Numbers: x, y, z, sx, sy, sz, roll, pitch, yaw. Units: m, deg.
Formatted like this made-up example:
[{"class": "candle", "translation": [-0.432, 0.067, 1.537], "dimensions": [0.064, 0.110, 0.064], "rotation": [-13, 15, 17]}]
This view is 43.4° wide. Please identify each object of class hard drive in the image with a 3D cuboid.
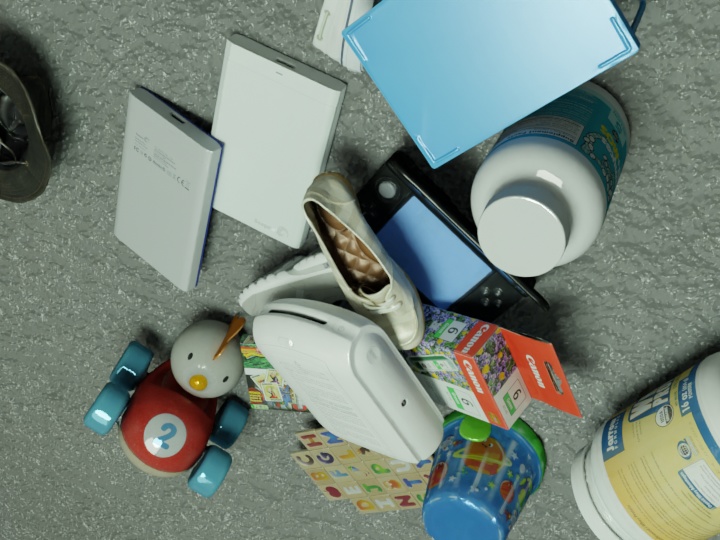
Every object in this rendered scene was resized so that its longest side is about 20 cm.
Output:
[{"class": "hard drive", "translation": [-0.098, -0.133, 0.966], "dimensions": [0.131, 0.026, 0.202], "rotation": [26, 128, 10]}, {"class": "hard drive", "translation": [-0.225, -0.090, 1.042], "dimensions": [0.131, 0.025, 0.202], "rotation": [36, 131, 20]}]

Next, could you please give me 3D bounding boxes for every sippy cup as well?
[{"class": "sippy cup", "translation": [0.133, 0.248, 1.032], "dimensions": [0.139, 0.131, 0.179], "rotation": [-27, 107, 37]}]

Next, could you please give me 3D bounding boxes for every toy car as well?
[{"class": "toy car", "translation": [-0.204, 0.137, 1.117], "dimensions": [0.183, 0.178, 0.201], "rotation": [33, 118, -10]}]

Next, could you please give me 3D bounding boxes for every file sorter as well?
[{"class": "file sorter", "translation": [0.115, -0.208, 0.746], "dimensions": [0.199, 0.123, 0.139], "rotation": [-27, 106, 36]}]

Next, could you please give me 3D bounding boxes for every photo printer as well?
[{"class": "photo printer", "translation": [-0.017, 0.109, 0.959], "dimensions": [0.165, 0.070, 0.201], "rotation": [10, 144, 45]}]

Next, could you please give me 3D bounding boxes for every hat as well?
[{"class": "hat", "translation": [-0.408, -0.181, 1.059], "dimensions": [0.198, 0.081, 0.203], "rotation": [20, 131, 24]}]

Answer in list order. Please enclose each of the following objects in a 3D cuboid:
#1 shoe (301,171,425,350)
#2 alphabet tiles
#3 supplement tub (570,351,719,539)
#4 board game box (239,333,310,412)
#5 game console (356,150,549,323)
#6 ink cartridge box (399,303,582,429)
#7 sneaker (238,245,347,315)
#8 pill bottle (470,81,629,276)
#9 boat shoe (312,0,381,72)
[{"class": "shoe", "translation": [0.000, 0.000, 0.897], "dimensions": [0.069, 0.053, 0.202], "rotation": [-25, 104, 23]}, {"class": "alphabet tiles", "translation": [0.011, 0.254, 1.159], "dimensions": [0.198, 0.006, 0.167], "rotation": [-16, 123, 34]}, {"class": "supplement tub", "translation": [0.319, 0.186, 0.887], "dimensions": [0.144, 0.145, 0.200], "rotation": [42, 129, -4]}, {"class": "board game box", "translation": [-0.043, 0.128, 1.087], "dimensions": [0.197, 0.024, 0.106], "rotation": [2, 122, 12]}, {"class": "game console", "translation": [0.073, -0.012, 0.900], "dimensions": [0.200, 0.117, 0.176], "rotation": [43, 129, -4]}, {"class": "ink cartridge box", "translation": [0.123, 0.104, 0.936], "dimensions": [0.199, 0.050, 0.110], "rotation": [15, 142, 49]}, {"class": "sneaker", "translation": [-0.063, 0.028, 1.004], "dimensions": [0.199, 0.075, 0.083], "rotation": [-20, 101, 47]}, {"class": "pill bottle", "translation": [0.158, -0.076, 0.760], "dimensions": [0.109, 0.200, 0.112], "rotation": [13, 127, 18]}, {"class": "boat shoe", "translation": [-0.006, -0.270, 0.797], "dimensions": [0.066, 0.074, 0.202], "rotation": [23, 129, 9]}]
